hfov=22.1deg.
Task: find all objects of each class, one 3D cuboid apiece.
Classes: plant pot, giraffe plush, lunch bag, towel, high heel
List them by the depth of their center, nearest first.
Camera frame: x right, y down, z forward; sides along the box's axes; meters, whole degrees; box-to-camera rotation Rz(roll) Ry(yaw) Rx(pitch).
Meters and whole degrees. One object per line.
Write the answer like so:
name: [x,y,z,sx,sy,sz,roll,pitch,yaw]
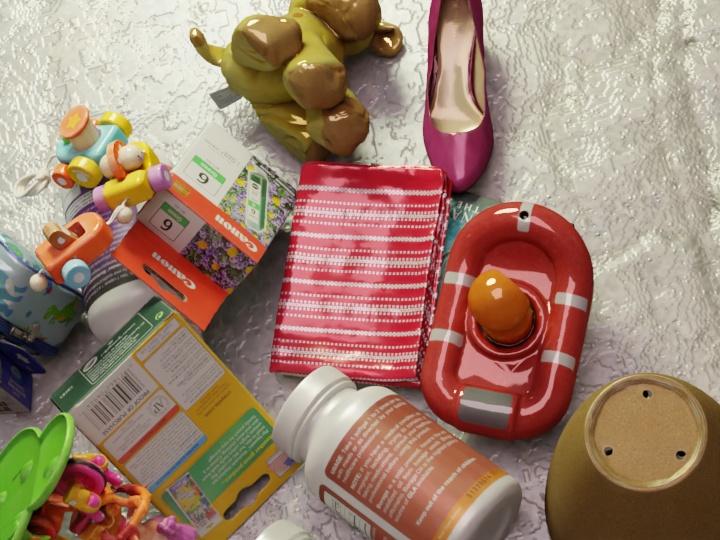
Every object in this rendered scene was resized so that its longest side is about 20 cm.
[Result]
plant pot: [0.230,0.159,1.463,0.186,0.200,0.187,-4,68,10]
towel: [0.000,0.000,1.639,0.144,0.022,0.201,5,76,16]
lunch bag: [-0.349,-0.007,1.671,0.200,0.161,0.083,35,87,23]
high heel: [0.083,-0.173,1.676,0.067,0.096,0.200,-6,61,7]
giraffe plush: [-0.040,-0.211,1.715,0.162,0.173,0.200,-46,32,-20]

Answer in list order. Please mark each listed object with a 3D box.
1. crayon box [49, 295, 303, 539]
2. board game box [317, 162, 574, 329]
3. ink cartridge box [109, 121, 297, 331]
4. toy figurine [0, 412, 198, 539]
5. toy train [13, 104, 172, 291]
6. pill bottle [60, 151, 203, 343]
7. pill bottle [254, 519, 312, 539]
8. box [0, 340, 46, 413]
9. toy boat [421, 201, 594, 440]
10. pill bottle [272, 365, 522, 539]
crayon box: [-0.154,0.135,1.583,0.126,0.200,0.052,-44,31,-9]
board game box: [0.077,-0.007,1.656,0.200,0.028,0.136,17,72,18]
ink cartridge box: [-0.133,-0.042,1.617,0.109,0.200,0.050,39,122,-7]
toy figurine: [-0.211,0.220,1.538,0.200,0.184,0.150,-46,29,36]
toy train: [-0.246,-0.073,1.583,0.150,0.056,0.200,-35,38,-1]
pill bottle: [-0.199,0.001,1.662,0.111,0.111,0.200,-18,65,4]
pill bottle: [-0.006,0.293,1.499,0.200,0.116,0.117,29,76,21]
box: [-0.387,0.099,1.655,0.199,0.119,0.042,-3,69,11]
toy boat: [0.121,0.035,1.542,0.130,0.131,0.200,9,73,14]
pill bottle: [0.027,0.169,1.547,0.200,0.112,0.112,35,78,22]
